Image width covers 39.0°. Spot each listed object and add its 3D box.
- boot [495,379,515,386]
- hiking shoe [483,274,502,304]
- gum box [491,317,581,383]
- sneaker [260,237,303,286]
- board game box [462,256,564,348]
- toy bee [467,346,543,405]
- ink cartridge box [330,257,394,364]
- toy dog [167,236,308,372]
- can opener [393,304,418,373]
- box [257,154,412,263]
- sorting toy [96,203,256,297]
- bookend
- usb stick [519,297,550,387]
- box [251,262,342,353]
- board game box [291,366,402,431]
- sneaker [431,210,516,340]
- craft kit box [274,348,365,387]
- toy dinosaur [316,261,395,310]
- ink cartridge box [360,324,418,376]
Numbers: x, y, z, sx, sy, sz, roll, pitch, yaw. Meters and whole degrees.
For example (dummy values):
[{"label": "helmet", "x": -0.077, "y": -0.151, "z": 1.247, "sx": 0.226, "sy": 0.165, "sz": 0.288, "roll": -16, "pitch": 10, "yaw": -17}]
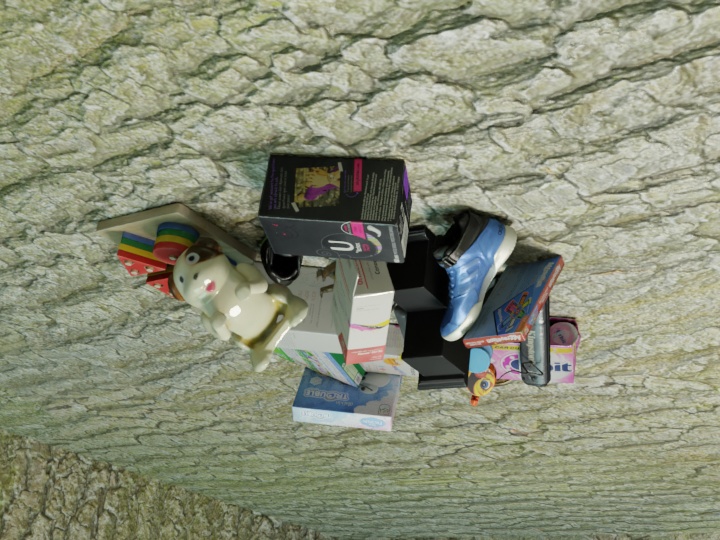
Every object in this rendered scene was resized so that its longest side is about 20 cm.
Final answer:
[{"label": "boot", "x": 0.297, "y": 0.176, "z": 2.003, "sx": 0.199, "sy": 0.074, "sz": 0.075, "roll": -18, "pitch": 127, "yaw": 37}, {"label": "hiking shoe", "x": 0.207, "y": 0.074, "z": 1.757, "sx": 0.074, "sy": 0.087, "sz": 0.200, "roll": 17, "pitch": 154, "yaw": -20}, {"label": "gum box", "x": 0.305, "y": 0.145, "z": 1.873, "sx": 0.199, "sy": 0.066, "sz": 0.114, "roll": 2, "pitch": 140, "yaw": 15}, {"label": "sneaker", "x": -0.132, "y": -0.017, "z": 1.669, "sx": 0.076, "sy": 0.084, "sz": 0.200, "roll": 9, "pitch": 156, "yaw": -1}, {"label": "board game box", "x": 0.240, "y": 0.048, "z": 1.577, "sx": 0.103, "sy": 0.200, "sz": 0.019, "roll": -13, "pitch": 117, "yaw": 38}, {"label": "toy bee", "x": 0.197, "y": 0.177, "z": 1.776, "sx": 0.200, "sy": 0.109, "sz": 0.131, "roll": 33, "pitch": -162, "yaw": 25}, {"label": "ink cartridge box", "x": 0.003, "y": 0.036, "z": 1.576, "sx": 0.067, "sy": 0.117, "sz": 0.200, "roll": -6, "pitch": 137, "yaw": -13}, {"label": "toy dog", "x": -0.207, "y": 0.032, "z": 1.636, "sx": 0.200, "sy": 0.194, "sz": 0.140, "roll": 36, "pitch": 106, "yaw": -28}, {"label": "can opener", "x": 0.090, "y": 0.110, "z": 1.815, "sx": 0.067, "sy": 0.053, "sz": 0.200, "roll": 34, "pitch": 158, "yaw": 36}, {"label": "box", "x": -0.033, "y": -0.087, "z": 1.455, "sx": 0.199, "sy": 0.107, "sz": 0.122, "roll": 4, "pitch": 155, "yaw": 10}, {"label": "sorting toy", "x": -0.318, "y": -0.024, "z": 1.731, "sx": 0.199, "sy": 0.070, "sz": 0.199, "roll": -9, "pitch": 150, "yaw": 35}, {"label": "bookend", "x": 0.100, "y": 0.065, "z": 1.636, "sx": 0.092, "sy": 0.201, "sz": 0.199, "roll": -7, "pitch": 153, "yaw": 30}, {"label": "usb stick", "x": 0.304, "y": 0.118, "z": 1.777, "sx": 0.055, "sy": 0.033, "sz": 0.201, "roll": 3, "pitch": 123, "yaw": 17}, {"label": "box", "x": -0.098, "y": 0.068, "z": 1.798, "sx": 0.199, "sy": 0.125, "sz": 0.098, "roll": 6, "pitch": 156, "yaw": 7}, {"label": "board game box", "x": -0.020, "y": 0.233, "z": 2.058, "sx": 0.199, "sy": 0.199, "sz": 0.044, "roll": 5, "pitch": 126, "yaw": 9}, {"label": "sneaker", "x": 0.143, "y": 0.004, "z": 1.541, "sx": 0.111, "sy": 0.077, "sz": 0.200, "roll": 23, "pitch": 108, "yaw": -17}, {"label": "craft kit box", "x": -0.109, "y": 0.144, "z": 1.987, "sx": 0.197, "sy": 0.049, "sz": 0.200, "roll": 16, "pitch": 158, "yaw": 27}, {"label": "toy dinosaur", "x": 0.000, "y": 0.000, "z": 1.679, "sx": 0.135, "sy": 0.086, "sz": 0.200, "roll": 0, "pitch": 140, "yaw": -8}, {"label": "ink cartridge box", "x": 0.091, "y": 0.160, "z": 2.008, "sx": 0.199, "sy": 0.068, "sz": 0.115, "roll": 4, "pitch": 157, "yaw": 9}]
